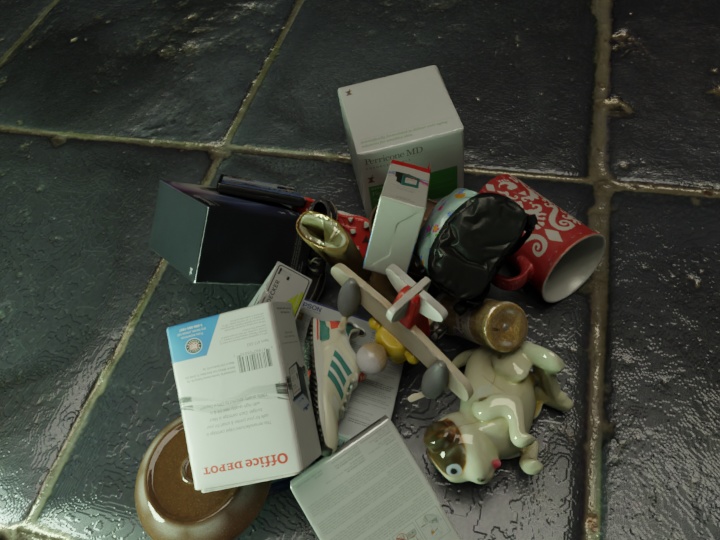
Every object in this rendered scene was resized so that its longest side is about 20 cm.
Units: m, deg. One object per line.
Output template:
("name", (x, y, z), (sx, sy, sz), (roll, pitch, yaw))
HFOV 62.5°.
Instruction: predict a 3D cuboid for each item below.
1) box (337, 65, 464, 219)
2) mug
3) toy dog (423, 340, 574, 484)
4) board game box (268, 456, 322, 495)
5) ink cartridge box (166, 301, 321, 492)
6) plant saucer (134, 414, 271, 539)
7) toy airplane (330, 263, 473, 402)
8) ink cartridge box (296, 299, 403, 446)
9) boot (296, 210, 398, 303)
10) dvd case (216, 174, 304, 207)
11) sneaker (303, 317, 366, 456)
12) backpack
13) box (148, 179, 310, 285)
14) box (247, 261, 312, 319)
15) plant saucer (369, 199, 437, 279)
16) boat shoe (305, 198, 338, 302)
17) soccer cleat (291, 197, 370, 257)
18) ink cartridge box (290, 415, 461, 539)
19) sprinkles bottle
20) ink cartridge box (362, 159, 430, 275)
("box", (0.077, -0.240, 1.111), (0.196, 0.173, 0.202), (-13, 51, -1))
("mug", (0.268, -0.062, 0.971), (0.175, 0.135, 0.201), (-3, 40, -37))
("toy dog", (0.170, 0.197, 0.814), (0.192, 0.140, 0.200), (26, 63, 34))
("board game box", (-0.172, 0.235, 0.888), (0.197, 0.062, 0.202), (-18, 55, -3))
("ink cartridge box", (-0.144, 0.153, 0.741), (0.144, 0.086, 0.203), (-14, 85, 12))
("plant saucer", (-0.219, 0.274, 0.809), (0.197, 0.037, 0.203), (-4, 55, 6))
("toy airplane", (0.049, 0.084, 0.809), (0.141, 0.200, 0.200), (-44, 27, -9))
("ink cartridge box", (-0.038, 0.156, 0.897), (0.193, 0.044, 0.202), (19, 49, 0))
("boot", (0.000, 0.000, 0.937), (0.173, 0.200, 0.067), (23, 74, 26))
("dvd case", (-0.177, -0.141, 1.033), (0.140, 0.018, 0.200), (9, 11, -14))
("sneaker", (-0.027, 0.156, 0.828), (0.092, 0.071, 0.202), (4, 50, -15))
("backpack", (0.149, -0.042, 0.856), (0.126, 0.200, 0.167), (41, 93, -2))
("box", (-0.212, -0.062, 0.975), (0.196, 0.125, 0.199), (2, 16, -41))
("box", (-0.149, 0.084, 0.906), (0.060, 0.200, 0.118), (27, 56, -11))
("plant saucer", (0.106, -0.049, 1.017), (0.197, 0.037, 0.202), (10, 46, -11))
("boat shoe", (-0.088, -0.026, 1.011), (0.071, 0.063, 0.203), (15, 88, 5))
("soccer cleat", (-0.033, -0.077, 1.085), (0.197, 0.085, 0.070), (24, 96, 4))
("ink cartridge box", (0.023, 0.323, 0.786), (0.159, 0.047, 0.202), (-31, 84, -8))
("sprinkles bottle", (0.167, 0.071, 0.870), (0.067, 0.200, 0.070), (0, 92, -14))
("ink cartridge box", (0.059, -0.088, 0.895), (0.066, 0.118, 0.201), (15, 29, 1))
